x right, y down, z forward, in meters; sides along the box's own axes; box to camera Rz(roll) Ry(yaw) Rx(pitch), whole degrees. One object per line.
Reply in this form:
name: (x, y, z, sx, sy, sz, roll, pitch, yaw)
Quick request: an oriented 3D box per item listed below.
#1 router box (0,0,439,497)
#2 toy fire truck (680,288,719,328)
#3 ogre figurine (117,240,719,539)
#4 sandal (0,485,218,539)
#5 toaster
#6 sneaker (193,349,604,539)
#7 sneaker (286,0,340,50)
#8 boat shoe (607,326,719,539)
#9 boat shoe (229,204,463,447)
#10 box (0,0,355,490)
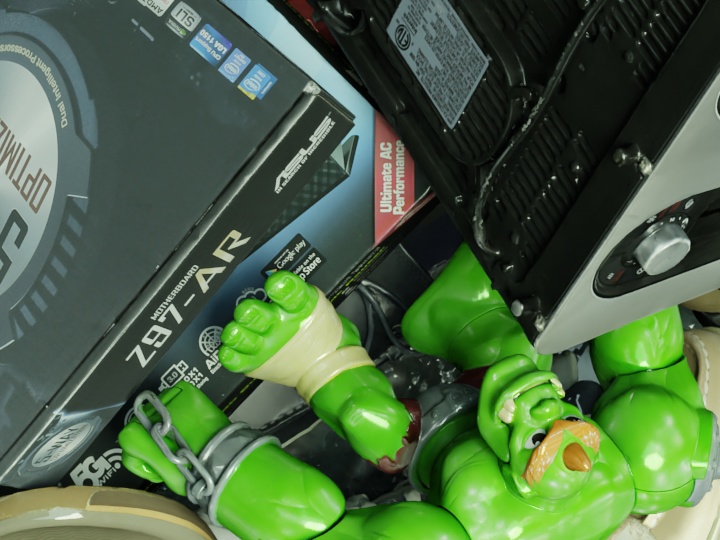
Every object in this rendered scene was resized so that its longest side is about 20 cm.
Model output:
router box: (-0.087, -0.016, 0.841, 0.150, 0.062, 0.200, 45, 95, 5)
toy fire truck: (0.192, -0.087, 0.857, 0.175, 0.129, 0.201, -3, 75, 6)
ogre figurine: (0.037, 0.050, 0.786, 0.199, 0.098, 0.120, -10, 49, -39)
sandal: (-0.074, 0.141, 0.817, 0.080, 0.200, 0.054, -15, 44, 2)
toaster: (0.077, -0.104, 0.747, 0.118, 0.181, 0.200, -12, 57, -35)
sneaker: (0.034, 0.079, 0.894, 0.198, 0.079, 0.130, 15, 81, -12)
sneaker: (0.014, -0.135, 0.911, 0.200, 0.071, 0.098, -22, 93, -13)
boat shoe: (0.074, 0.106, 0.833, 0.065, 0.072, 0.201, 26, 90, -22)
boat shoe: (0.000, 0.000, 0.902, 0.200, 0.062, 0.075, -39, 96, -12)
box: (-0.126, -0.053, 0.787, 0.200, 0.044, 0.160, 42, 94, 19)
